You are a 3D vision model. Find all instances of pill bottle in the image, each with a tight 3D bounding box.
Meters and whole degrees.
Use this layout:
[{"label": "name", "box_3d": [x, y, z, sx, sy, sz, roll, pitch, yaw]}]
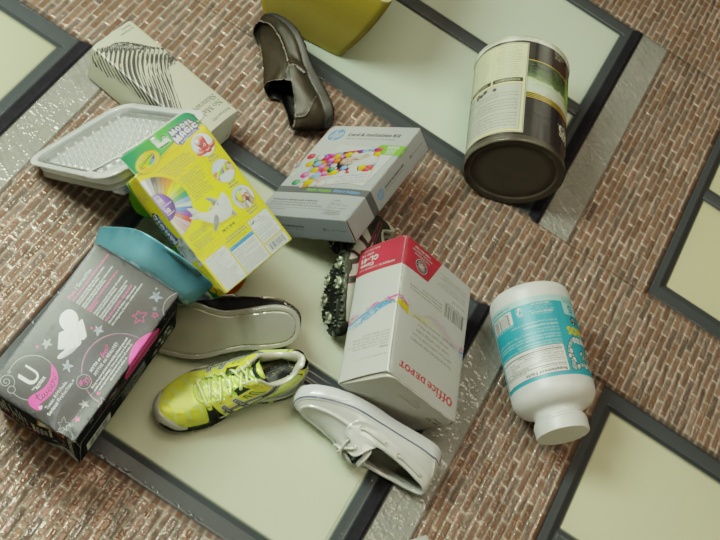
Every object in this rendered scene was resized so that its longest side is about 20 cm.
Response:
[{"label": "pill bottle", "box_3d": [0.242, 0.123, 1.482, 0.111, 0.111, 0.200, 0, 62, -20]}]

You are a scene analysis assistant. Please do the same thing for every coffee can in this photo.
[{"label": "coffee can", "box_3d": [0.230, -0.221, 1.654, 0.146, 0.146, 0.200, 16, 57, -11]}]

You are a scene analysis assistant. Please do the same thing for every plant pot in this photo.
[{"label": "plant pot", "box_3d": [-0.041, -0.441, 1.666, 0.200, 0.176, 0.200, 26, 55, -4]}]

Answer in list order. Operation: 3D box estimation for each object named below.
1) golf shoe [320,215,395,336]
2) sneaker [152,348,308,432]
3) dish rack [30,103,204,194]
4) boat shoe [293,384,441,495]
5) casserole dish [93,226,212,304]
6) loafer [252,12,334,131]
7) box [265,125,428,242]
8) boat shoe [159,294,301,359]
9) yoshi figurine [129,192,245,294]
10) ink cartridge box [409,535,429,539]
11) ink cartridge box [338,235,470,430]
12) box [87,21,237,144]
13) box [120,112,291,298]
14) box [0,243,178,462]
[{"label": "golf shoe", "box_3d": [0.000, 0.000, 1.489, 0.088, 0.077, 0.200, 18, 57, -16]}, {"label": "sneaker", "box_3d": [-0.154, 0.132, 1.354, 0.200, 0.076, 0.076, -19, 71, -27]}, {"label": "dish rack", "box_3d": [-0.302, -0.152, 1.426, 0.200, 0.044, 0.172, 14, 44, 43]}, {"label": "boat shoe", "box_3d": [0.004, 0.206, 1.370, 0.200, 0.074, 0.065, 26, 52, -3]}, {"label": "casserole dish", "box_3d": [-0.253, -0.003, 1.339, 0.121, 0.200, 0.039, 39, 73, -28]}, {"label": "loafer", "box_3d": [-0.108, -0.283, 1.612, 0.071, 0.073, 0.200, -20, 69, -28]}, {"label": "box", "box_3d": [-0.023, -0.120, 1.513, 0.156, 0.041, 0.200, 7, 45, 37]}, {"label": "boat shoe", "box_3d": [-0.173, 0.063, 1.395, 0.200, 0.060, 0.074, -5, 103, -3]}, {"label": "yoshi figurine", "box_3d": [-0.222, -0.058, 1.424, 0.200, 0.112, 0.112, 43, 63, 11]}, {"label": "ink cartridge box", "box_3d": [0.004, 0.396, 1.254, 0.200, 0.084, 0.146, -13, 66, -25]}, {"label": "ink cartridge box", "box_3d": [0.059, 0.080, 1.421, 0.148, 0.086, 0.200, 40, 48, -37]}, {"label": "box", "box_3d": [-0.269, -0.240, 1.532, 0.200, 0.068, 0.082, 39, 56, 5]}, {"label": "box", "box_3d": [-0.189, -0.080, 1.346, 0.117, 0.048, 0.200, -41, 101, -28]}, {"label": "box", "box_3d": [-0.307, 0.093, 1.270, 0.115, 0.132, 0.200, 33, 68, 1]}]
